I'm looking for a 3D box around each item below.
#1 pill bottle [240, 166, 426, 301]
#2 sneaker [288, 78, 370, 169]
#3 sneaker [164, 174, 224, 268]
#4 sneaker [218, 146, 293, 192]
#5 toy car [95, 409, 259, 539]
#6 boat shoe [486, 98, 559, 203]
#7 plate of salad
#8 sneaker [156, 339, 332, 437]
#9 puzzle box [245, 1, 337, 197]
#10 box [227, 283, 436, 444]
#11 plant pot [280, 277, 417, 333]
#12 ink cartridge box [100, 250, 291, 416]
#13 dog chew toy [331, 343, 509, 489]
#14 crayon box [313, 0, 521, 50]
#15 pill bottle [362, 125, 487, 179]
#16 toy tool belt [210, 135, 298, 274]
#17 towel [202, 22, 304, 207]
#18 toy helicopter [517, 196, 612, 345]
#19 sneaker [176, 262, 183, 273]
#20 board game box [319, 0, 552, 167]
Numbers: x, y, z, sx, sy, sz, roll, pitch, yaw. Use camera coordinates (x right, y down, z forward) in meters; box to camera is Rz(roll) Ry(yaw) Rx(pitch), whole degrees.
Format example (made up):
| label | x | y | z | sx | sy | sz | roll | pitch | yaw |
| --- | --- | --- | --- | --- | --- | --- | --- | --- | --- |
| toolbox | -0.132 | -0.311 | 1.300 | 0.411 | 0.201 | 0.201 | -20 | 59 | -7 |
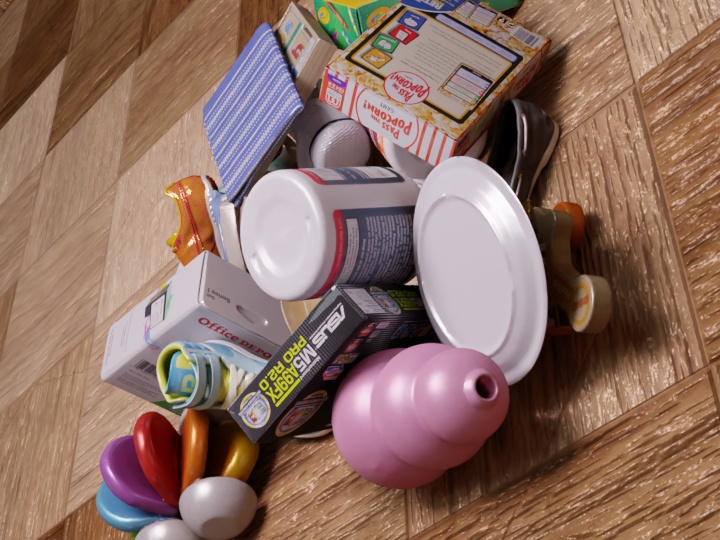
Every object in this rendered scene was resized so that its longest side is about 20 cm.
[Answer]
| label | x | y | z | sx | sy | sz | roll | pitch | yaw |
| --- | --- | --- | --- | --- | --- | --- | --- | --- | --- |
| pill bottle | -0.002 | -0.038 | 1.199 | 0.119 | 0.200 | 0.120 | 6 | 98 | 46 |
| sneaker | -0.042 | -0.118 | 1.438 | 0.200 | 0.075 | 0.115 | 103 | 153 | -46 |
| sneaker | -0.197 | -0.018 | 1.582 | 0.077 | 0.200 | 0.073 | -12 | 4 | 3 |
| sneaker | -0.143 | -0.080 | 1.627 | 0.200 | 0.074 | 0.118 | -32 | 32 | 54 |
| toy car | -0.210 | 0.224 | 1.389 | 0.200 | 0.150 | 0.175 | -44 | 34 | 26 |
| boat shoe | 0.133 | -0.073 | 1.226 | 0.067 | 0.057 | 0.200 | -4 | 61 | 55 |
| plate of salad | 0.106 | 0.000 | 1.088 | 0.200 | 0.048 | 0.200 | 36 | 132 | 52 |
| sneaker | -0.128 | 0.126 | 1.317 | 0.200 | 0.130 | 0.080 | 15 | 94 | 31 |
| puzzle box | -0.101 | -0.195 | 1.435 | 0.200 | 0.025 | 0.133 | -58 | 29 | 17 |
| box | -0.013 | 0.084 | 1.185 | 0.044 | 0.200 | 0.160 | 47 | 108 | 20 |
| plant pot | 0.000 | 0.000 | 1.342 | 0.200 | 0.027 | 0.200 | -15 | 64 | 33 |
| ink cartridge box | -0.184 | 0.082 | 1.479 | 0.200 | 0.145 | 0.084 | -35 | 38 | 36 |
| dog chew toy | 0.057 | 0.119 | 1.084 | 0.200 | 0.124 | 0.125 | -30 | 39 | 60 |
| crayon box | 0.063 | -0.301 | 1.416 | 0.200 | 0.058 | 0.119 | -22 | 24 | -18 |
| pill bottle | 0.052 | -0.183 | 1.386 | 0.114 | 0.114 | 0.200 | -52 | 31 | 12 |
| toy tool belt | -0.132 | -0.063 | 1.527 | 0.123 | 0.125 | 0.200 | -29 | 67 | 44 |
| towel | -0.120 | -0.177 | 1.411 | 0.145 | 0.024 | 0.200 | -53 | 34 | 23 |
| toy helicopter | 0.162 | 0.016 | 1.081 | 0.200 | 0.079 | 0.133 | -130 | 50 | -70 |
| sneaker | -0.236 | 0.047 | 1.655 | 0.070 | 0.080 | 0.201 | -40 | 34 | 33 |
| board game box | 0.077 | -0.201 | 1.259 | 0.200 | 0.151 | 0.046 | -47 | -18 | -37 |
